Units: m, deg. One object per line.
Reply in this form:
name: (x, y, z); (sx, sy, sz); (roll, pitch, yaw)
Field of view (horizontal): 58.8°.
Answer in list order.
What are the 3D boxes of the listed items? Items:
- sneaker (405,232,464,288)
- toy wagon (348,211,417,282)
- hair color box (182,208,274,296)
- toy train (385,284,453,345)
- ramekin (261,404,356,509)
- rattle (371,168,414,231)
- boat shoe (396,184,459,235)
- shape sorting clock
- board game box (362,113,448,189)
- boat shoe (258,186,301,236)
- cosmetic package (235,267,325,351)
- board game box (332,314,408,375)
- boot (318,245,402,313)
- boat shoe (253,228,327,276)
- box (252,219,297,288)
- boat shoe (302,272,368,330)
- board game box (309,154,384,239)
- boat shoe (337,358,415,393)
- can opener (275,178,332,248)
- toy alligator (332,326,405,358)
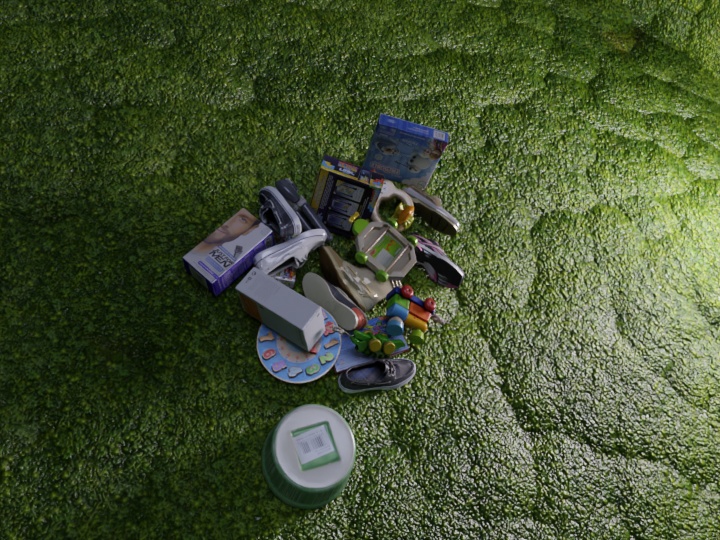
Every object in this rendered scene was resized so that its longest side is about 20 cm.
sneaker: (0.200, -0.040, 1.707); (0.199, 0.081, 0.087); (37, 44, 2)
toy wagon: (0.048, -0.066, 1.610); (0.199, 0.040, 0.155); (41, 56, 5)
hair color box: (-0.313, -0.047, 1.534); (0.109, 0.065, 0.200); (36, 61, 20)
toy train: (0.148, 0.133, 1.568); (0.198, 0.085, 0.117); (29, 48, -18)
ramekin: (-0.103, 0.378, 1.326); (0.196, 0.098, 0.203); (8, 56, -12)
rattle: (0.063, -0.203, 1.720); (0.129, 0.143, 0.203); (-26, 79, 13)
boat shoe: (0.199, -0.176, 1.794); (0.199, 0.075, 0.069); (35, 60, 8)
shape sorting clock: (-0.142, 0.163, 1.479); (0.196, 0.039, 0.203); (3, 60, -5)
board game box: (0.121, -0.329, 1.792); (0.196, 0.200, 0.044); (14, 56, -7)
boat shoe: (-0.218, -0.143, 1.580); (0.067, 0.073, 0.200); (-17, 44, -27)
cosmetic package: (-0.180, 0.088, 1.448); (0.198, 0.102, 0.071); (28, 61, 22)
board game box: (0.011, 0.175, 1.542); (0.197, 0.020, 0.104); (-14, 65, -24)
boot: (0.000, 0.000, 1.619); (0.154, 0.073, 0.201); (-28, 71, -30)
boat shoe: (-0.162, -0.036, 1.558); (0.198, 0.074, 0.066); (-26, 71, -18)
box: (-0.210, -0.057, 1.615); (0.108, 0.035, 0.203); (9, 56, -11)
boat shoe: (-0.063, 0.075, 1.555); (0.199, 0.072, 0.062); (39, 22, 28)
board game box: (-0.043, -0.182, 1.645); (0.163, 0.201, 0.057); (19, 48, -4)
boat shoe: (0.045, 0.235, 1.484); (0.196, 0.067, 0.071); (-4, 60, -20)
can opener: (-0.150, -0.144, 1.621); (0.201, 0.053, 0.067); (53, 18, -2)
toy alligator: (0.014, 0.173, 1.489); (0.197, 0.055, 0.059); (14, 15, -27)
